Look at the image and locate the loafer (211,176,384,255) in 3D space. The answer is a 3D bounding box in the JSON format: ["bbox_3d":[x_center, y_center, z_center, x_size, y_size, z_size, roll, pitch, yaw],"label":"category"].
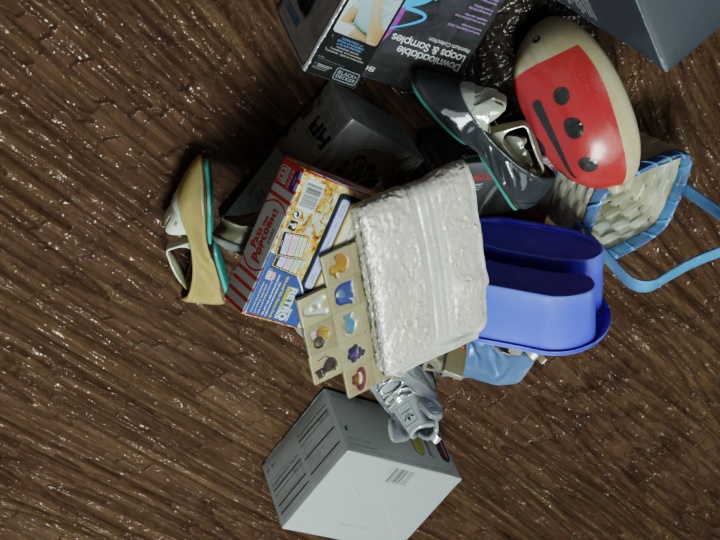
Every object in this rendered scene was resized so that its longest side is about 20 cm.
[{"bbox_3d":[-0.058,-0.059,1.296,0.199,0.075,0.070,-10,112,-28],"label":"loafer"}]

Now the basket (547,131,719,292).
[{"bbox_3d":[0.319,-0.067,1.458,0.175,0.200,0.140,-20,136,-27],"label":"basket"}]

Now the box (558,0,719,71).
[{"bbox_3d":[0.285,-0.327,1.201,0.200,0.198,0.123,-40,135,-2],"label":"box"}]

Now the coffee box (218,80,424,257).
[{"bbox_3d":[-0.045,-0.090,1.371,0.113,0.080,0.200,26,116,-39],"label":"coffee box"}]

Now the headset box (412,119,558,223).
[{"bbox_3d":[0.137,-0.084,1.461,0.148,0.075,0.201,-7,132,-18],"label":"headset box"}]

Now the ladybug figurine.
[{"bbox_3d":[0.223,-0.169,1.349,0.072,0.201,0.136,-27,177,-24],"label":"ladybug figurine"}]

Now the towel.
[{"bbox_3d":[0.062,0.002,1.263,0.132,0.034,0.201,-24,122,-23],"label":"towel"}]

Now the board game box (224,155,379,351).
[{"bbox_3d":[-0.017,-0.009,1.267,0.199,0.046,0.152,19,100,-37],"label":"board game box"}]

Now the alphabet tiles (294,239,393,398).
[{"bbox_3d":[0.030,0.033,1.282,0.199,0.006,0.167,-24,122,-22],"label":"alphabet tiles"}]

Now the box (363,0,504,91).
[{"bbox_3d":[0.073,-0.275,1.290,0.142,0.036,0.201,11,125,-31],"label":"box"}]

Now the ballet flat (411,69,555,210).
[{"bbox_3d":[0.137,-0.148,1.335,0.073,0.073,0.200,-38,115,12],"label":"ballet flat"}]

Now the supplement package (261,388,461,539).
[{"bbox_3d":[0.001,0.266,1.691,0.199,0.111,0.156,19,120,-36],"label":"supplement package"}]

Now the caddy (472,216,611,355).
[{"bbox_3d":[0.178,0.024,1.402,0.199,0.142,0.106,11,128,13],"label":"caddy"}]

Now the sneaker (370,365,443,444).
[{"bbox_3d":[0.041,0.140,1.587,0.075,0.115,0.200,-33,136,18],"label":"sneaker"}]

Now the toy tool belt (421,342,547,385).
[{"bbox_3d":[0.167,0.100,1.607,0.199,0.123,0.125,7,126,-30],"label":"toy tool belt"}]

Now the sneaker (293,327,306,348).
[{"bbox_3d":[0.000,0.000,1.368,0.200,0.087,0.075,-40,135,-11],"label":"sneaker"}]

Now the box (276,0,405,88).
[{"bbox_3d":[0.002,-0.288,1.192,0.060,0.117,0.200,15,124,-31],"label":"box"}]

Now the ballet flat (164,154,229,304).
[{"bbox_3d":[-0.181,-0.036,1.373,0.063,0.069,0.201,-5,132,-1],"label":"ballet flat"}]
